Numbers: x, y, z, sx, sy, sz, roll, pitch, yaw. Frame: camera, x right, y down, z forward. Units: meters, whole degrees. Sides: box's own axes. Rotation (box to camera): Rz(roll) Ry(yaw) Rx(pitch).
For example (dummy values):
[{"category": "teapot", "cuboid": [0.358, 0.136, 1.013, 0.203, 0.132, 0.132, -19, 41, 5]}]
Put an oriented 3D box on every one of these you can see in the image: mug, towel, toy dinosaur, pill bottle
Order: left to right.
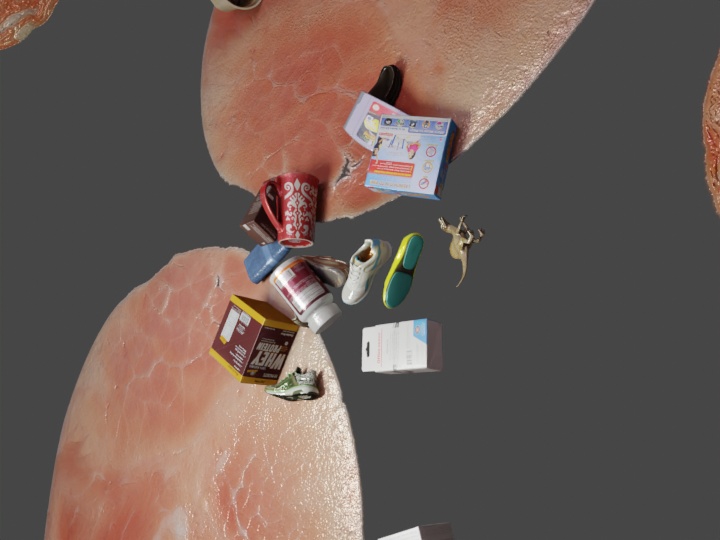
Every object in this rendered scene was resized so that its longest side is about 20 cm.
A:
[{"category": "towel", "cuboid": [-0.287, -0.053, 1.942, 0.200, 0.048, 0.112, -43, 50, 25]}, {"category": "mug", "cuboid": [-0.212, -0.178, 1.832, 0.133, 0.177, 0.201, 132, 138, -74]}, {"category": "pill bottle", "cuboid": [-0.147, 0.068, 1.681, 0.114, 0.114, 0.200, -45, 77, 25]}, {"category": "toy dinosaur", "cuboid": [0.243, -0.060, 1.439, 0.101, 0.058, 0.201, -52, 39, 40]}]

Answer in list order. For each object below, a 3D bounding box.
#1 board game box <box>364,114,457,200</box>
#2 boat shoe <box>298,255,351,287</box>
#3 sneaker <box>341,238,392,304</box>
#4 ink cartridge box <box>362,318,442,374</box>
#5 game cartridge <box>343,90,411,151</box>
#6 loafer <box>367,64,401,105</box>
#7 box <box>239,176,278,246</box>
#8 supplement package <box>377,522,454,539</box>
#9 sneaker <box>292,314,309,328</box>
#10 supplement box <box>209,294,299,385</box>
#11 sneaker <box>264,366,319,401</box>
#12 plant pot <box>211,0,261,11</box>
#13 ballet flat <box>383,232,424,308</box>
[{"category": "board game box", "cuboid": [0.128, -0.292, 1.567, 0.199, 0.056, 0.197, 12, 86, 27]}, {"category": "boat shoe", "cuboid": [-0.101, -0.006, 1.735, 0.199, 0.072, 0.076, 20, 133, 39]}, {"category": "sneaker", "cuboid": [0.000, 0.000, 1.625, 0.077, 0.081, 0.200, 44, 110, 40]}, {"category": "ink cartridge box", "cuboid": [0.099, 0.187, 1.481, 0.199, 0.067, 0.116, -12, 70, 41]}, {"category": "game cartridge", "cuboid": [0.053, -0.390, 1.672, 0.200, 0.041, 0.134, 32, 106, 20]}, {"category": "loafer", "cuboid": [0.055, -0.490, 1.725, 0.073, 0.071, 0.201, 15, 88, 45]}, {"category": "box", "cuboid": [-0.280, -0.184, 1.884, 0.075, 0.100, 0.201, -13, 44, 40]}, {"category": "supplement package", "cuboid": [0.136, 0.644, 1.270, 0.121, 0.120, 0.201, -33, 57, 32]}, {"category": "sneaker", "cuboid": [-0.169, 0.066, 1.772, 0.070, 0.075, 0.201, -30, 59, 35]}, {"category": "supplement box", "cuboid": [-0.320, 0.208, 1.834, 0.197, 0.132, 0.201, 28, 97, 44]}, {"category": "sneaker", "cuboid": [-0.188, 0.318, 1.730, 0.199, 0.077, 0.089, -9, 58, 37]}, {"category": "plant pot", "cuboid": [-0.499, -1.098, 2.382, 0.183, 0.200, 0.201, 11, 85, 57]}, {"category": "ballet flat", "cuboid": [0.104, -0.002, 1.547, 0.201, 0.067, 0.067, -68, 24, 1]}]
